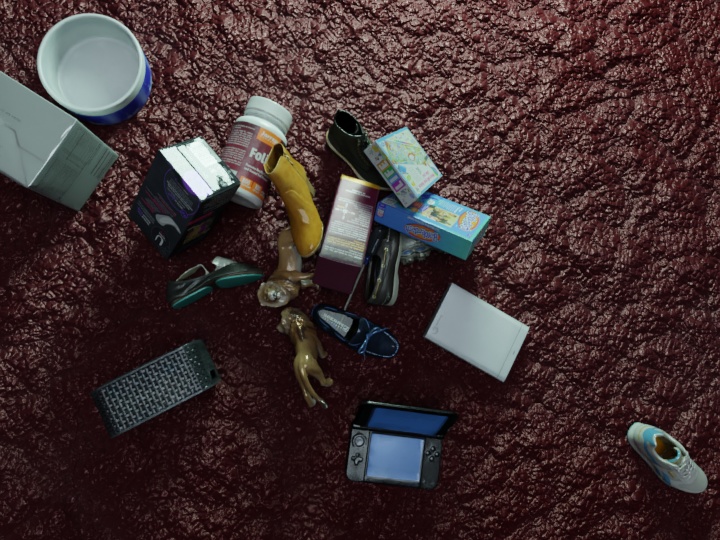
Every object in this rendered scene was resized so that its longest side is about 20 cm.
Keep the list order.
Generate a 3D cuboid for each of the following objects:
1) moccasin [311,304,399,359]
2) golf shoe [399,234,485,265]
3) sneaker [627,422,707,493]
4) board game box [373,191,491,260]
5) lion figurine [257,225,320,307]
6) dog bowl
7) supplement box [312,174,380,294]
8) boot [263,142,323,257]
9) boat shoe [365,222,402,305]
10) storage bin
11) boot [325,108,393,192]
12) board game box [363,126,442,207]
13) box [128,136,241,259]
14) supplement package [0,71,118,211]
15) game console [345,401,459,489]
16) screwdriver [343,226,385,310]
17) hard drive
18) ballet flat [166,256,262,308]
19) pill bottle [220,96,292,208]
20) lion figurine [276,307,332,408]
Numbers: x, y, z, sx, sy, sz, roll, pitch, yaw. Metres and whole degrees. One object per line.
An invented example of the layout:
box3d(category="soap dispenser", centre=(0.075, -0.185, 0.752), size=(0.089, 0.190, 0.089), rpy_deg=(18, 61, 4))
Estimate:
box3d(category="moccasin", centre=(-0.012, 0.132, 1.054), size=(0.198, 0.068, 0.081), rpy_deg=(21, 83, -5))
box3d(category="golf shoe", centre=(0.167, -0.081, 1.095), size=(0.198, 0.078, 0.098), rpy_deg=(-12, 80, -9))
box3d(category="sneaker", centre=(0.675, 0.414, 1.103), size=(0.199, 0.081, 0.077), rpy_deg=(39, 80, -3))
box3d(category="board game box", centre=(0.147, -0.104, 1.029), size=(0.198, 0.152, 0.045), rpy_deg=(25, 122, 17))
box3d(category="lion figurine", centre=(-0.145, -0.021, 1.060), size=(0.121, 0.073, 0.202), rpy_deg=(1, 70, 6))
box3d(category="dog bowl", centre=(-0.534, -0.405, 1.037), size=(0.197, 0.079, 0.203), rpy_deg=(1, 85, -7))
box3d(category="supplement box", centre=(-0.028, -0.072, 1.015), size=(0.085, 0.111, 0.202), rpy_deg=(15, 58, -5))
box3d(category="boot", centre=(-0.136, -0.138, 0.989), size=(0.070, 0.144, 0.203), rpy_deg=(-20, 53, 18))
box3d(category="boat shoe", centre=(0.045, -0.029, 1.068), size=(0.060, 0.072, 0.204), rpy_deg=(4, 86, -28))
box3d(category="storage bin", centre=(-0.380, 0.217, 0.967), size=(0.198, 0.135, 0.095), rpy_deg=(-27, 88, -8))
box3d(category="boot", centre=(0.015, -0.242, 1.057), size=(0.199, 0.138, 0.078), rpy_deg=(31, 82, -4))
box3d(category="board game box", centre=(0.093, -0.216, 1.041), size=(0.034, 0.200, 0.135), rpy_deg=(-35, 95, 31))
box3d(category="box", centre=(-0.336, -0.135, 0.968), size=(0.123, 0.200, 0.106), rpy_deg=(50, 41, 0))
box3d(category="supplement package", centre=(-0.606, -0.238, 0.952), size=(0.190, 0.200, 0.148), rpy_deg=(32, 82, -2))
box3d(category="game console", centre=(0.080, 0.353, 1.020), size=(0.197, 0.116, 0.178), rpy_deg=(9, 83, -5))
box3d(category="screwdriver", centre=(0.000, 0.000, 1.048), size=(0.028, 0.029, 0.201), rpy_deg=(40, 112, 37))
box3d(category="hard drive", centre=(0.251, 0.133, 1.106), size=(0.199, 0.027, 0.133), rpy_deg=(30, 82, -3))
box3d(category="ballet flat", centre=(-0.300, 0.012, 1.035), size=(0.198, 0.068, 0.069), rpy_deg=(-19, 75, -8))
box3d(category="pill bottle", centre=(-0.218, -0.239, 1.041), size=(0.113, 0.114, 0.202), rpy_deg=(21, 83, -4))
box3d(category="lion figurine", centre=(-0.106, 0.163, 0.992), size=(0.072, 0.200, 0.123), rpy_deg=(-26, 123, -3))
